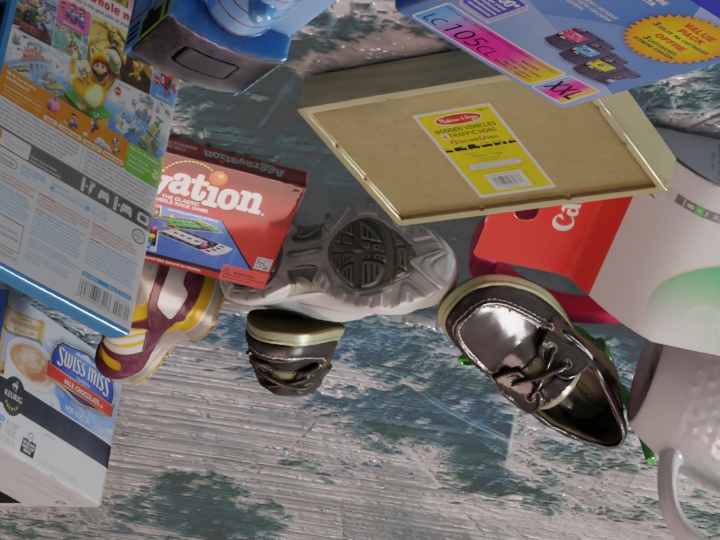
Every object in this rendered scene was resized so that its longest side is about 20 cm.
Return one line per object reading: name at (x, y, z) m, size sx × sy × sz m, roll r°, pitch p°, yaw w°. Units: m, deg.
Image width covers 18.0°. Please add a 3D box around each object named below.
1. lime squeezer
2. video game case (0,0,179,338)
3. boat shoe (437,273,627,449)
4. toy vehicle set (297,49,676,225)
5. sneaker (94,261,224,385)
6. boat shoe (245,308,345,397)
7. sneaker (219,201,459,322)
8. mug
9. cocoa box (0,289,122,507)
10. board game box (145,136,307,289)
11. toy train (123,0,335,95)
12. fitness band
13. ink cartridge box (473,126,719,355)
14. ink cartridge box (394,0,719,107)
lime squeezer at (0.166, 0.078, 1.728) m, size 0.200 × 0.071 × 0.038 m, roll 28°, pitch 143°, yaw 40°
video game case at (-0.165, -0.079, 1.299) m, size 0.018 × 0.200 × 0.143 m, roll -7°, pitch 154°, yaw 37°
boat shoe at (0.131, 0.066, 1.608) m, size 0.073 × 0.065 × 0.200 m, roll -44°, pitch 134°, yaw 15°
toy vehicle set at (0.076, -0.083, 1.392) m, size 0.200 × 0.027 × 0.124 m, roll -6°, pitch 141°, yaw 35°
sneaker at (-0.178, 0.027, 1.779) m, size 0.090 × 0.075 × 0.200 m, roll 26°, pitch 148°, yaw -19°
boat shoe at (-0.050, 0.064, 1.725) m, size 0.072 × 0.066 × 0.201 m, roll 11°, pitch -178°, yaw 3°
sneaker at (0.000, 0.000, 1.634) m, size 0.200 × 0.078 × 0.099 m, roll 3°, pitch 167°, yaw 40°
mug at (0.281, 0.118, 1.627) m, size 0.175 × 0.200 × 0.148 m, roll 19°, pitch 156°, yaw -2°
cocoa box at (-0.313, 0.111, 1.954) m, size 0.133 × 0.131 × 0.200 m, roll -2°, pitch 157°, yaw 26°
board game box at (-0.147, -0.051, 1.563) m, size 0.200 × 0.019 × 0.103 m, roll 14°, pitch 131°, yaw -12°
toy train at (-0.047, -0.167, 1.141) m, size 0.087 × 0.114 × 0.200 m, roll 18°, pitch 158°, yaw -24°
fitness band at (0.168, -0.008, 1.575) m, size 0.200 × 0.037 × 0.144 m, roll -12°, pitch 150°, yaw 41°
ink cartridge box at (0.185, -0.022, 1.455) m, size 0.200 × 0.050 × 0.161 m, roll 10°, pitch 141°, yaw -6°
ink cartridge box at (0.136, -0.159, 1.144) m, size 0.136 × 0.076 × 0.200 m, roll 25°, pitch 153°, yaw -36°
